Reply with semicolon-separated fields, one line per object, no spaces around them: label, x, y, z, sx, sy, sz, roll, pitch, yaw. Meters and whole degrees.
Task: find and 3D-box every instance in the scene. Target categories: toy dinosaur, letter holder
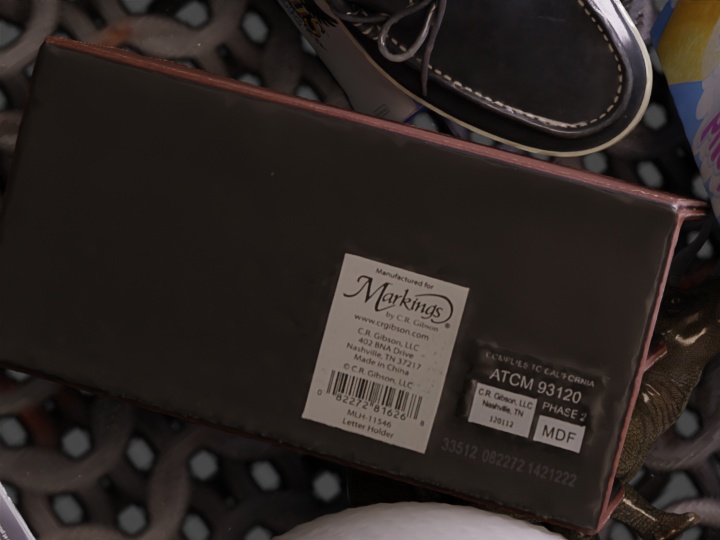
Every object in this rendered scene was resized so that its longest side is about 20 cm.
toy dinosaur;0.047;0.063;0.971;0.199;0.077;0.103;-20;72;-17
letter holder;0.000;0.000;0.915;0.199;0.142;0.101;15;96;10

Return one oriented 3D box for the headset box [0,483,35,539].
headset box;-0.212;0.112;0.779;0.200;0.174;0.093;-32;87;-33

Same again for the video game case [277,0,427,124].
video game case;0.030;-0.177;1.024;0.200;0.045;0.182;-38;92;-23

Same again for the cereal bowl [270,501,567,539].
cereal bowl;0.033;0.153;0.884;0.200;0.200;0.083;46;35;-5

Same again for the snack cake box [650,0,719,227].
snack cake box;0.173;-0.047;0.968;0.115;0.200;0.067;26;111;-14

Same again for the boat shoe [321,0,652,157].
boat shoe;0.017;-0.104;0.930;0.200;0.062;0.075;41;96;-19
